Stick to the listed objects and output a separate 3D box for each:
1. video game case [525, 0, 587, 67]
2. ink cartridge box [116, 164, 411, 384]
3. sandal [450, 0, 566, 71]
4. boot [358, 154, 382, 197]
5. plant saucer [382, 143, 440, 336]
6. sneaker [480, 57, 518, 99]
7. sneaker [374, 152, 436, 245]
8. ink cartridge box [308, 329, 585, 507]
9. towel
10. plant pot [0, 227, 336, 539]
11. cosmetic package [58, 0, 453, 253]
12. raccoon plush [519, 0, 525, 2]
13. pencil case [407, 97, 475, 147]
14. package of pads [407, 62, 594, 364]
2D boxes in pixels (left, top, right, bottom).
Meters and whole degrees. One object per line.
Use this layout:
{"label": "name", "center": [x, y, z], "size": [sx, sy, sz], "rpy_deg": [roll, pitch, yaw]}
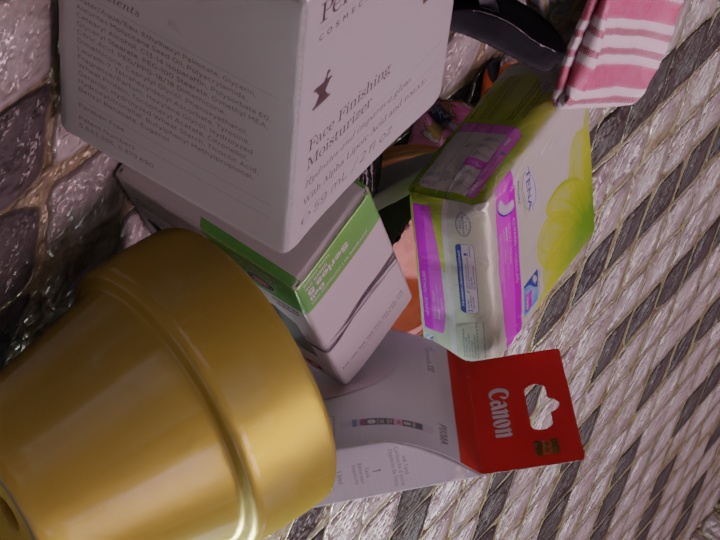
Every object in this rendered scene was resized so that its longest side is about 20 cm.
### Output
{"label": "video game case", "center": [0.196, -0.249, 1.705], "size": [0.200, 0.023, 0.182], "rpy_deg": [-46, 160, -8]}
{"label": "ink cartridge box", "center": [-0.058, -0.020, 1.511], "size": [0.084, 0.145, 0.200], "rpy_deg": [-54, 161, -12]}
{"label": "sandal", "center": [0.067, -0.195, 1.592], "size": [0.199, 0.076, 0.043], "rpy_deg": [16, 123, -40]}
{"label": "boot", "center": [-0.023, -0.107, 1.574], "size": [0.211, 0.079, 0.158], "rpy_deg": [-26, 142, -60]}
{"label": "plant saucer", "center": [0.024, -0.005, 1.791], "size": [0.199, 0.032, 0.201], "rpy_deg": [-13, 122, -22]}
{"label": "sneaker", "center": [0.136, -0.119, 1.976], "size": [0.200, 0.077, 0.113], "rpy_deg": [-21, 123, -85]}
{"label": "sneaker", "center": [0.000, 0.000, 1.694], "size": [0.200, 0.099, 0.071], "rpy_deg": [-37, -165, -11]}
{"label": "ink cartridge box", "center": [0.041, 0.088, 1.581], "size": [0.163, 0.199, 0.057], "rpy_deg": [-95, 170, -64]}
{"label": "towel", "center": [0.209, -0.206, 1.686], "size": [0.146, 0.030, 0.201], "rpy_deg": [-11, 126, -60]}
{"label": "plant pot", "center": [-0.146, 0.104, 1.425], "size": [0.188, 0.201, 0.201], "rpy_deg": [-32, 151, -25]}
{"label": "cosmetic package", "center": [-0.055, -0.156, 1.281], "size": [0.165, 0.165, 0.201], "rpy_deg": [-48, 158, -34]}
{"label": "raccoon plush", "center": [0.105, -0.228, 1.718], "size": [0.134, 0.097, 0.200], "rpy_deg": [-38, 154, -30]}
{"label": "pencil case", "center": [0.052, -0.039, 1.870], "size": [0.086, 0.083, 0.201], "rpy_deg": [-23, 141, -63]}
{"label": "package of pads", "center": [0.105, -0.046, 1.706], "size": [0.200, 0.068, 0.155], "rpy_deg": [-50, 143, -46]}
